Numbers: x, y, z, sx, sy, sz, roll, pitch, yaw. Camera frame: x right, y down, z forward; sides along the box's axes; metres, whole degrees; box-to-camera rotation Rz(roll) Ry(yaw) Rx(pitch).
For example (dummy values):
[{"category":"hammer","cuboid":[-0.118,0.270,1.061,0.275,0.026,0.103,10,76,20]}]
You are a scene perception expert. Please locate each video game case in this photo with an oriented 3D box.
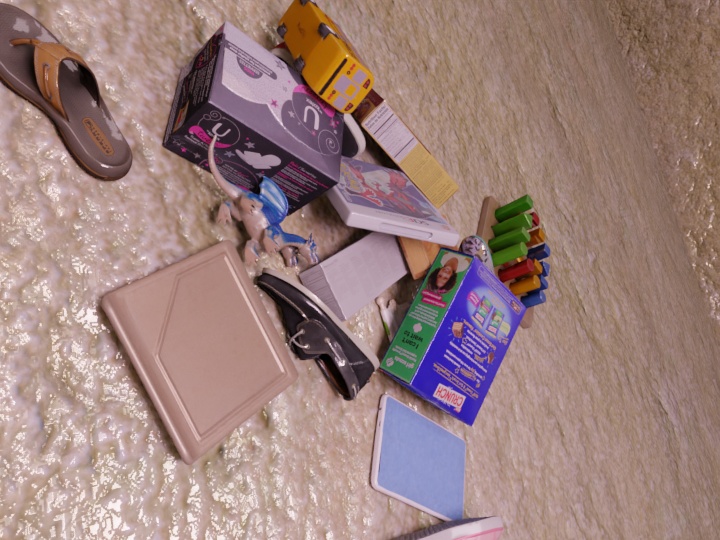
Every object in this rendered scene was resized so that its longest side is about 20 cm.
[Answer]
[{"category":"video game case","cuboid":[0.025,-0.108,0.863,0.178,0.023,0.201,9,29,-31]}]

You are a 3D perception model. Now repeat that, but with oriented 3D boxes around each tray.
[{"category":"tray","cuboid":[0.115,-0.042,0.992,0.199,0.036,0.101,-4,71,-66]}]

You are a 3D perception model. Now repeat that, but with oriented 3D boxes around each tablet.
[{"category":"tablet","cuboid":[0.090,0.276,0.878,0.199,0.013,0.133,36,49,-33]}]

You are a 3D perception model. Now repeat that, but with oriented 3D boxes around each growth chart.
[{"category":"growth chart","cuboid":[0.108,0.107,0.972,0.197,0.018,0.149,-2,75,-49]}]

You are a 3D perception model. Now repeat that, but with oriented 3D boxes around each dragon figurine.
[{"category":"dragon figurine","cuboid":[-0.126,-0.074,0.752,0.202,0.058,0.100,56,23,-15]}]

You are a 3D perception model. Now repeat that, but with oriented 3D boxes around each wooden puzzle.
[{"category":"wooden puzzle","cuboid":[-0.168,0.080,0.668,0.199,0.037,0.189,-33,98,-54]}]

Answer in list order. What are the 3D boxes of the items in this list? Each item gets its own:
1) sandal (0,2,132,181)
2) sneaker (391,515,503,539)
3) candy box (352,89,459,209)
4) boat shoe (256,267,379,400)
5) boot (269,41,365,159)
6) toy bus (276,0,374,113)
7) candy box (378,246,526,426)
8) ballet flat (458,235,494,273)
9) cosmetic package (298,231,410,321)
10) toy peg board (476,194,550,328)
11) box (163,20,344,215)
[{"category":"sandal","cuboid":[-0.302,-0.185,0.619,0.202,0.054,0.082,56,41,-13]},{"category":"sneaker","cuboid":[0.121,0.395,0.807,0.196,0.075,0.107,1,68,-37]},{"category":"candy box","cuboid":[0.071,-0.205,1.009,0.200,0.056,0.117,44,12,-26]},{"category":"boat shoe","cuboid":[-0.060,0.078,0.762,0.200,0.071,0.068,47,69,-15]},{"category":"boot","cuboid":[-0.047,-0.281,0.941,0.201,0.072,0.145,48,42,-17]},{"category":"toy bus","cuboid":[-0.052,-0.299,0.816,0.077,0.065,0.202,25,28,-39]},{"category":"candy box","cuboid":[0.141,0.100,0.895,0.168,0.076,0.203,38,76,-38]},{"category":"ballet flat","cuboid":[0.186,0.042,1.005,0.073,0.070,0.204,-58,146,-45]},{"category":"cosmetic package","cuboid":[0.000,0.000,0.875,0.199,0.050,0.084,-33,100,-51]},{"category":"toy peg board","cuboid":[0.329,-0.031,1.221,0.199,0.097,0.203,44,46,-25]},{"category":"box","cuboid":[-0.126,-0.186,0.771,0.198,0.113,0.135,28,54,-38]}]
